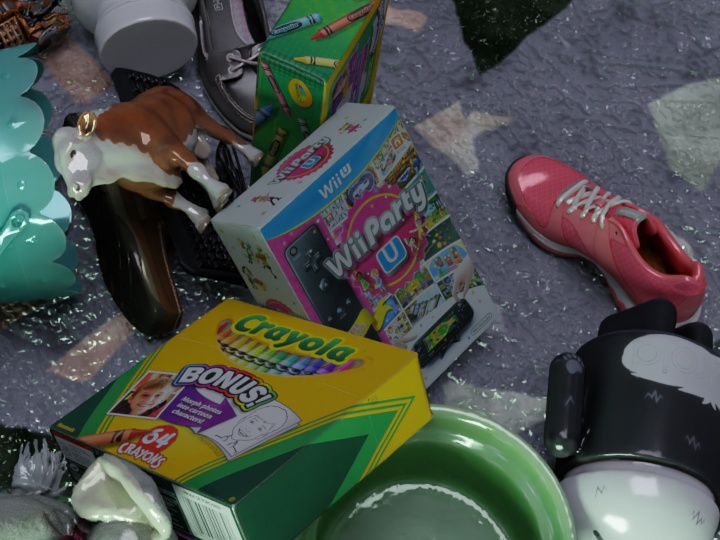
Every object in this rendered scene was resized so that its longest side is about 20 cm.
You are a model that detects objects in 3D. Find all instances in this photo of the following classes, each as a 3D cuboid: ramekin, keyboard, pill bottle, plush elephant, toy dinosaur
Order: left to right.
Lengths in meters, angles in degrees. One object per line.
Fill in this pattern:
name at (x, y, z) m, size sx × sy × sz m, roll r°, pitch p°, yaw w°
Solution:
toy dinosaur at (-0.347, -0.213, 1.335) m, size 0.199 × 0.102 × 0.136 m, roll -8°, pitch 77°, yaw -34°
plush elephant at (-0.182, 0.199, 1.018) m, size 0.154 × 0.165 × 0.200 m, roll 2°, pitch 49°, yaw 23°
pill bottle at (-0.198, -0.266, 1.364) m, size 0.108 × 0.109 × 0.201 m, roll -10°, pitch 62°, yaw -11°
keyboard at (-0.126, -0.081, 1.275) m, size 0.104 × 0.040 × 0.200 m, roll 13°, pitch 47°, yaw -52°
ramekin at (0.046, 0.204, 1.132) m, size 0.199 × 0.098 × 0.201 m, roll 3°, pitch 60°, yaw -5°

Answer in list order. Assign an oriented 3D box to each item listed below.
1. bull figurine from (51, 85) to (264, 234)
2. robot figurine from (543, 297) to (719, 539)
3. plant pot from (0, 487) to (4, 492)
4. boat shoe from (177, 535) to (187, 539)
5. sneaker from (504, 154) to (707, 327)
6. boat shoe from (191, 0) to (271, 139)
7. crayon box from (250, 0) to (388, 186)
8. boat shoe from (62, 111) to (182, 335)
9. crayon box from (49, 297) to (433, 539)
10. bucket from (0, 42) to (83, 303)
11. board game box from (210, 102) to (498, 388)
bull figurine at (-0.147, -0.085, 1.176) m, size 0.121 × 0.065 × 0.200 m, roll 37°, pitch 23°, yaw -4°
robot figurine at (0.206, 0.124, 1.180) m, size 0.150 × 0.125 × 0.201 m, roll 9°, pitch 60°, yaw 6°
plant pot at (-0.327, 0.190, 1.082) m, size 0.199 × 0.135 × 0.201 m, roll 2°, pitch 61°, yaw -4°
boat shoe at (-0.131, 0.203, 1.138) m, size 0.069 × 0.057 × 0.200 m, roll -36°, pitch 70°, yaw -23°
sneaker at (0.202, -0.037, 1.288) m, size 0.200 × 0.087 × 0.074 m, roll 42°, pitch 64°, yaw 17°
boat shoe at (-0.110, -0.204, 1.367) m, size 0.067 × 0.057 × 0.201 m, roll -12°, pitch 63°, yaw -12°
crayon box at (-0.033, -0.142, 1.258) m, size 0.058 × 0.200 × 0.119 m, roll 24°, pitch 61°, yaw 8°
boat shoe at (-0.173, -0.046, 1.265) m, size 0.074 × 0.076 × 0.200 m, roll -12°, pitch 64°, yaw -27°
crayon box at (-0.081, 0.101, 1.087) m, size 0.200 × 0.058 × 0.172 m, roll 14°, pitch 42°, yaw 44°
bucket at (-0.288, -0.064, 1.192) m, size 0.134 × 0.207 × 0.208 m, roll -10°, pitch 62°, yaw -7°
board game box at (0.000, 0.000, 1.189) m, size 0.148 × 0.200 × 0.064 m, roll -43°, pitch 31°, yaw -25°
